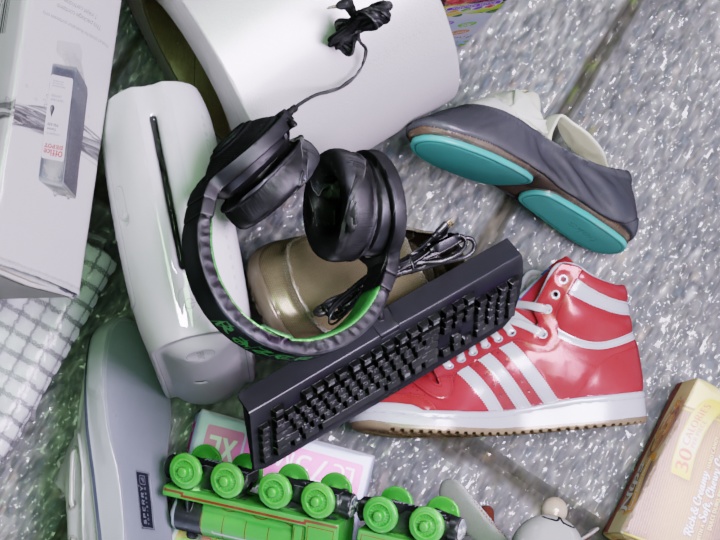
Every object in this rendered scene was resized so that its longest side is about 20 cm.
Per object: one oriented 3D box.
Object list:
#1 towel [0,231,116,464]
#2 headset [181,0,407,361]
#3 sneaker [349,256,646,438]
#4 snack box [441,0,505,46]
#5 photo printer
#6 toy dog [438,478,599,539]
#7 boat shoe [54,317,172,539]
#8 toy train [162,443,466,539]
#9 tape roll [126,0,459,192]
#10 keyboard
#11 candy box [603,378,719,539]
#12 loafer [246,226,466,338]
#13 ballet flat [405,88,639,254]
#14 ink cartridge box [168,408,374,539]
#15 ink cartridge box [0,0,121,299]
[{"bbox_3d":[-0.270,0.013,1.366,0.199,0.086,0.166,27,78,-3],"label":"towel"},{"bbox_3d":[-0.024,-0.051,1.219,0.123,0.094,0.201,21,68,-22],"label":"headset"},{"bbox_3d":[0.086,0.050,1.418,0.198,0.071,0.113,-3,87,-16],"label":"sneaker"},{"bbox_3d":[0.042,-0.255,1.414,0.053,0.142,0.202,-10,84,-10],"label":"snack box"},{"bbox_3d":[-0.108,-0.016,1.323,0.069,0.200,0.168,-11,77,-4],"label":"photo printer"},{"bbox_3d":[0.093,0.174,1.360,0.131,0.199,0.097,29,60,-28],"label":"toy dog"},{"bbox_3d":[-0.161,0.129,1.371,0.065,0.073,0.201,-18,62,28],"label":"boat shoe"},{"bbox_3d":[-0.031,0.150,1.333,0.199,0.042,0.057,10,101,21],"label":"toy train"},{"bbox_3d":[-0.049,-0.158,1.359,0.139,0.203,0.203,-31,88,-12],"label":"tape roll"},{"bbox_3d":[0.015,0.039,1.306,0.199,0.128,0.021,-30,54,-20],"label":"keyboard"},{"bbox_3d":[0.273,0.169,1.438,0.199,0.055,0.116,29,80,-4],"label":"candy box"},{"bbox_3d":[0.000,0.000,1.354,0.067,0.200,0.076,-29,84,28],"label":"loafer"},{"bbox_3d":[0.108,-0.075,1.411,0.199,0.073,0.074,26,78,-37],"label":"ballet flat"},{"bbox_3d":[-0.072,0.200,1.393,0.118,0.042,0.201,15,82,-6],"label":"ink cartridge box"},{"bbox_3d":[-0.225,-0.087,1.270,0.145,0.085,0.202,-2,73,35],"label":"ink cartridge box"}]
